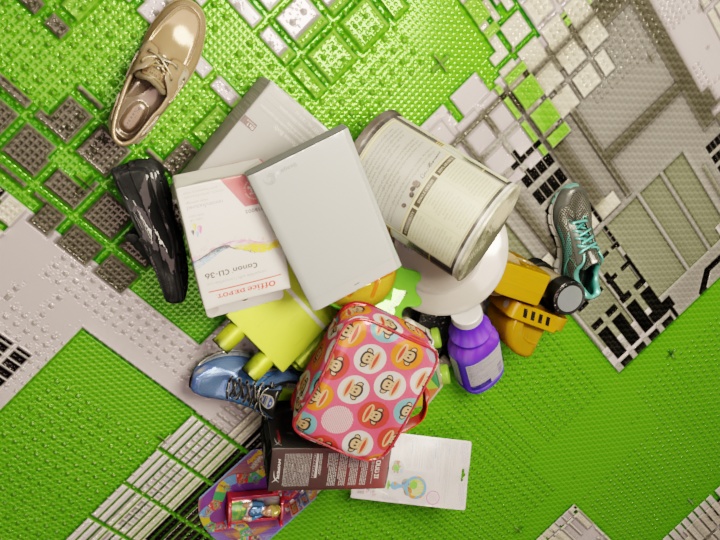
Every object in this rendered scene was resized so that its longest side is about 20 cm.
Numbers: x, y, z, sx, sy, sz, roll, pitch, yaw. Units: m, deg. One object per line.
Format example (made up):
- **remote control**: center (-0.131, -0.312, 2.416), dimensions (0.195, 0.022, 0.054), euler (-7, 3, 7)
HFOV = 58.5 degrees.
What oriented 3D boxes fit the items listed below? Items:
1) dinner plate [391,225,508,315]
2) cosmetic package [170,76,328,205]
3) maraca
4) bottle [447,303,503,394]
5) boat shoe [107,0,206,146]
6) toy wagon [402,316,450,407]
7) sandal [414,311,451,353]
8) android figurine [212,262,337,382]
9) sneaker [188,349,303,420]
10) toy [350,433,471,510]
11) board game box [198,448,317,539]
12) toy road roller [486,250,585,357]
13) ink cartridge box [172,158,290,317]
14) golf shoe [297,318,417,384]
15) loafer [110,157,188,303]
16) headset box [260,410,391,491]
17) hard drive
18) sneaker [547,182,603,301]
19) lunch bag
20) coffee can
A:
- **dinner plate**: center (0.114, -0.034, 0.940), dimensions (0.199, 0.024, 0.201), euler (0, 90, 22)
- **cosmetic package**: center (-0.151, -0.145, 0.856), dimensions (0.107, 0.090, 0.200), euler (37, 93, -28)
- **maraca**: center (0.000, 0.000, 0.910), dimensions (0.200, 0.107, 0.137), euler (42, 79, -9)
- **bottle**: center (0.179, 0.120, 1.019), dimensions (0.083, 0.065, 0.200), euler (-36, 141, -10)
- **boat shoe**: center (-0.251, -0.243, 0.802), dimensions (0.071, 0.065, 0.201), euler (26, 101, -23)
- **toy wagon**: center (0.052, 0.130, 1.011), dimensions (0.154, 0.040, 0.201), euler (-12, 114, 10)
- **sandal**: center (0.112, 0.092, 1.045), dimensions (0.075, 0.048, 0.201), euler (16, 116, -22)
- **android figurine**: center (-0.115, 0.060, 0.942), dimensions (0.182, 0.041, 0.200), euler (47, 74, -18)
- **sneaker**: center (-0.155, 0.173, 0.966), dimensions (0.199, 0.089, 0.079), euler (7, 106, -19)
- **toy**: center (0.085, 0.341, 1.113), dimensions (0.199, 0.047, 0.116), euler (8, 83, -9)
- **board game box**: center (-0.168, 0.391, 1.067), dimensions (0.200, 0.039, 0.158), euler (-42, 115, 1)
- **toy road roller**: center (0.238, 0.047, 1.017), dimensions (0.199, 0.123, 0.147), euler (19, 103, -22)
- **ink cartridge box**: center (-0.158, -0.028, 0.817), dimensions (0.116, 0.068, 0.201), euler (-15, 116, -15)
- **golf shoe**: center (-0.001, 0.130, 0.954), dimensions (0.199, 0.077, 0.088), euler (-14, 108, -4)
- **loafer**: center (-0.280, -0.049, 0.866), dimensions (0.070, 0.068, 0.202), euler (-11, 107, -3)
- **headset box**: center (-0.048, 0.263, 0.994), dimensions (0.199, 0.149, 0.075), euler (4, 108, -14)
- **hard drive**: center (-0.041, -0.060, 0.797), dimensions (0.131, 0.026, 0.201), euler (-27, 120, -7)
- **sneaker**: center (0.358, -0.041, 1.038), dimensions (0.077, 0.091, 0.201), euler (-16, 113, -11)
- **lunch bag**: center (0.016, 0.157, 0.878), dimensions (0.176, 0.082, 0.201), euler (26, 103, -15)
- **coffee can**: center (0.088, -0.101, 0.857), dimensions (0.200, 0.146, 0.147), euler (35, 99, 16)
